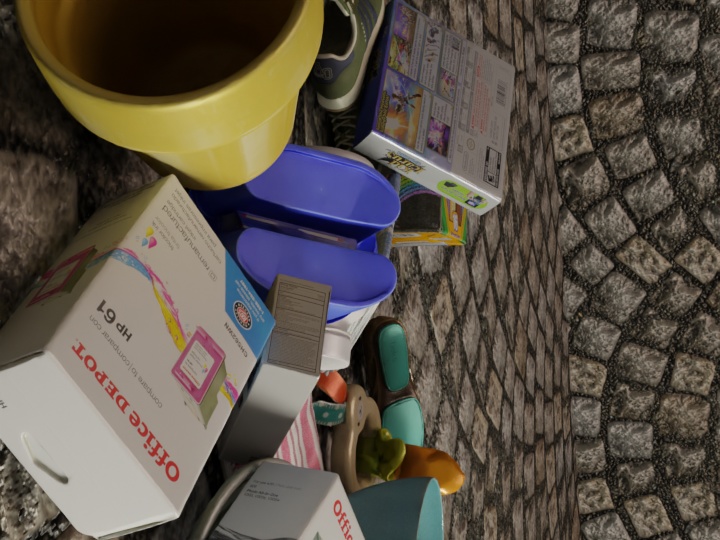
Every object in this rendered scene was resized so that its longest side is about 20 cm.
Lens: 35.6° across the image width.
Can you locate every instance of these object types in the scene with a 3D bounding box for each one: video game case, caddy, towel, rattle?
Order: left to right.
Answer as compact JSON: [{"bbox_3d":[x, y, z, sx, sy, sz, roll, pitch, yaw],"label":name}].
[{"bbox_3d":[-0.075,0.207,1.110,0.200,0.029,0.148,-47,133,-63],"label":"towel"},{"bbox_3d":[-0.058,-0.030,0.981,0.198,0.105,0.144,12,74,-31],"label":"caddy"},{"bbox_3d":[0.000,0.000,1.223,0.202,0.024,0.147,-79,-165,-44],"label":"towel"},{"bbox_3d":[0.026,0.187,1.258,0.130,0.141,0.202,-48,143,-38],"label":"rattle"},{"bbox_3d":[0.088,-0.189,1.284,0.180,0.045,0.202,26,56,-24],"label":"video game case"}]

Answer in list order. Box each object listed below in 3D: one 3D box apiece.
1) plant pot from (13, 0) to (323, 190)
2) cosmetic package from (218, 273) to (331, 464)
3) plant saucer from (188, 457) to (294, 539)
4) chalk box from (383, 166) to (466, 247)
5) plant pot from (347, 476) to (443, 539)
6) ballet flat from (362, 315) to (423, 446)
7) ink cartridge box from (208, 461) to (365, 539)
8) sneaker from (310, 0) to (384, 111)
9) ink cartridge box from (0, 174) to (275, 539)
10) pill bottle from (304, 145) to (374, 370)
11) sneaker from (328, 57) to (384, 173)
[{"bbox_3d":[-0.120,-0.156,0.793,0.189,0.198,0.204,84,11,-68],"label":"plant pot"},{"bbox_3d":[-0.076,0.090,0.939,0.201,0.050,0.083,119,-17,-55],"label":"cosmetic package"},{"bbox_3d":[-0.103,0.261,0.966,0.199,0.050,0.203,-6,96,-59],"label":"plant saucer"},{"bbox_3d":[0.062,-0.137,1.395,0.124,0.123,0.203,20,71,-69],"label":"chalk box"},{"bbox_3d":[0.008,0.316,1.173,0.200,0.133,0.203,1,90,-77],"label":"plant pot"},{"bbox_3d":[0.033,0.151,1.384,0.072,0.067,0.203,18,-59,63],"label":"ballet flat"},{"bbox_3d":[-0.072,0.275,0.890,0.201,0.083,0.147,-54,135,-43],"label":"ink cartridge box"},{"bbox_3d":[-0.019,-0.284,1.229,0.090,0.066,0.203,61,35,-63],"label":"sneaker"},{"bbox_3d":[-0.153,0.055,0.759,0.145,0.084,0.201,56,33,-24],"label":"ink cartridge box"},{"bbox_3d":[-0.044,-0.010,1.097,0.111,0.110,0.203,40,52,-65],"label":"pill bottle"},{"bbox_3d":[-0.013,-0.171,1.288,0.090,0.066,0.203,39,57,-43],"label":"sneaker"}]
